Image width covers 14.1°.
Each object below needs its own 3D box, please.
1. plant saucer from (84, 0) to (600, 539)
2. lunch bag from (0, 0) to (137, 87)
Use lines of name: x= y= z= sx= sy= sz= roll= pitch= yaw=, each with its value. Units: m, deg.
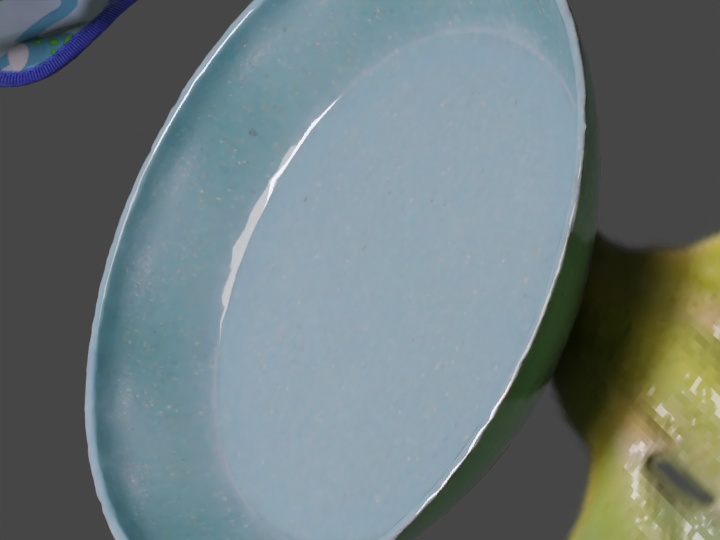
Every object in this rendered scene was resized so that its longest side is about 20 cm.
plant saucer: x=0.000 y=0.000 z=0.783 sx=0.200 sy=0.036 sz=0.200 roll=-29 pitch=50 yaw=40
lunch bag: x=-0.160 y=-0.143 z=0.956 sx=0.200 sy=0.170 sz=0.127 roll=-2 pitch=69 yaw=50
